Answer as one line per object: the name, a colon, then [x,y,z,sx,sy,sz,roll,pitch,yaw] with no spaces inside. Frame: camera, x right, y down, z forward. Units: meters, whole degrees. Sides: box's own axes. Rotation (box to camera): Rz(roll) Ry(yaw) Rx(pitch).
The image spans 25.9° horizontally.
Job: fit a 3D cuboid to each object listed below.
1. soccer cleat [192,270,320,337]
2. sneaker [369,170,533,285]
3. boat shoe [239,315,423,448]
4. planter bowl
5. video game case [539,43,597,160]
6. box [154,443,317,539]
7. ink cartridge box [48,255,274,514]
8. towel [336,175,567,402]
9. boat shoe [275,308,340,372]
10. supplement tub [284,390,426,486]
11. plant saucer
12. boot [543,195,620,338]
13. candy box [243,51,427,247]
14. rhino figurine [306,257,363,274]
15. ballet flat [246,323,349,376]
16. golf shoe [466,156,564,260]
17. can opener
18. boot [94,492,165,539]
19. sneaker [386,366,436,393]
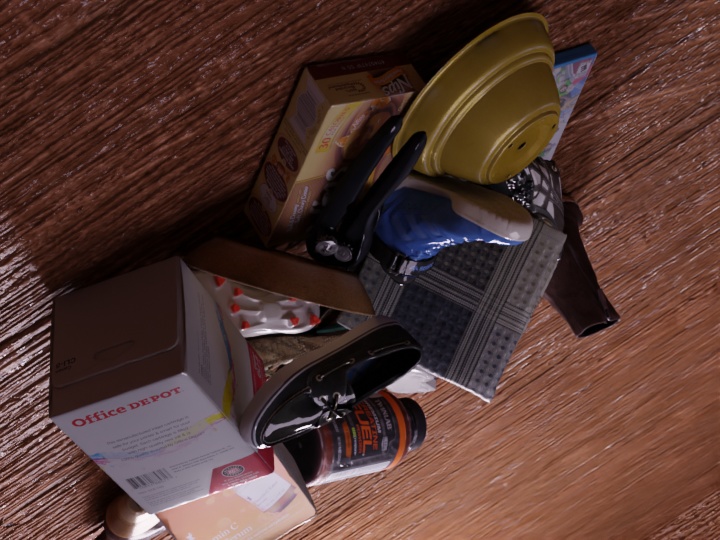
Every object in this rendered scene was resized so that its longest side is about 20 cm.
soccer cleat: [-0.131,0.041,1.637,0.199,0.070,0.077,6,169,-40]
sneaker: [0.079,-0.032,1.552,0.076,0.199,0.112,-10,117,-53]
boat shoe: [-0.025,0.110,1.497,0.199,0.056,0.069,-34,134,-25]
planter bowl: [0.132,-0.144,1.502,0.200,0.084,0.201,-37,161,-15]
video game case: [0.165,-0.152,1.679,0.142,0.018,0.201,-20,151,-25]
box: [-0.167,0.223,1.772,0.152,0.107,0.201,-32,126,0]
ink cartridge box: [-0.192,0.113,1.517,0.144,0.146,0.200,-18,140,12]
towel: [0.097,0.007,1.644,0.201,0.191,0.035,-64,-177,0]
boat shoe: [-0.047,0.090,1.802,0.203,0.075,0.075,-50,158,9]
supplement tub: [-0.008,0.210,2.010,0.199,0.107,0.107,-7,144,-42]
plant saucer: [-0.076,0.001,1.535,0.200,0.199,0.036,14,93,-55]
boot: [0.245,-0.001,1.832,0.072,0.167,0.199,-45,165,29]
candy box: [-0.026,-0.113,1.495,0.115,0.056,0.201,-13,148,-34]
rhino figurine: [0.000,0.000,1.697,0.059,0.088,0.199,1,174,37]
ballet flat: [-0.043,0.088,1.711,0.198,0.066,0.070,-7,-176,32]
golf shoe: [0.169,-0.099,1.689,0.077,0.095,0.201,0,141,26]
can opener: [0.002,-0.074,1.473,0.063,0.079,0.201,22,138,-7]
boot: [-0.231,0.283,1.947,0.199,0.073,0.166,-19,163,-28]
sneaker: [0.048,0.090,1.748,0.078,0.080,0.200,-1,171,5]
